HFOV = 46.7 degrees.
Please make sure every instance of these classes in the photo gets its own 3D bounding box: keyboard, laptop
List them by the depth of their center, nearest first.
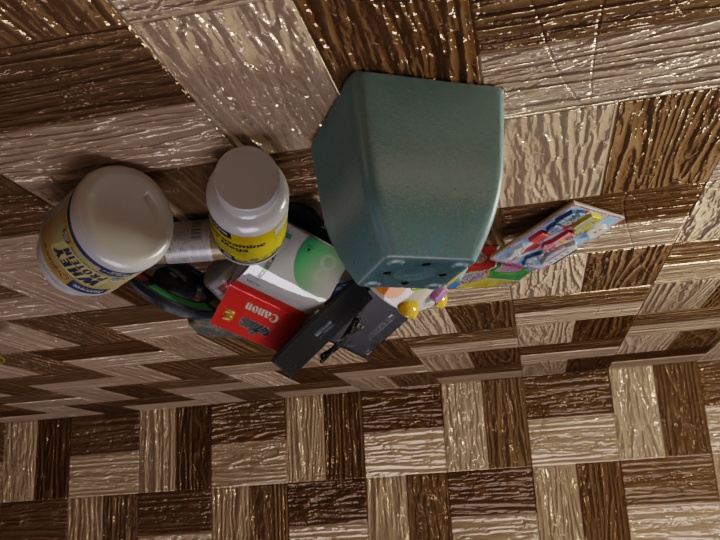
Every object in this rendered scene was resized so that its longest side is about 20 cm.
[{"bbox_3d":[-0.070,-0.079,1.350,0.102,0.040,0.200,18,170,14],"label":"keyboard"},{"bbox_3d":[-0.058,0.105,1.421,0.199,0.021,0.127,-43,144,-3],"label":"keyboard"},{"bbox_3d":[0.038,0.060,1.544,0.197,0.118,0.187,26,129,-26],"label":"laptop"}]

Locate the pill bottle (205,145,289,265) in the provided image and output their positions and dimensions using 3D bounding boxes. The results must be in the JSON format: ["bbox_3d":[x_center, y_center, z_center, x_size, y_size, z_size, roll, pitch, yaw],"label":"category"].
[{"bbox_3d":[-0.152,-0.087,1.128,0.109,0.115,0.200,-1,164,-7],"label":"pill bottle"}]

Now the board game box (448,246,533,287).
[{"bbox_3d":[0.227,-0.006,1.628,0.194,0.041,0.153,-1,164,-10],"label":"board game box"}]

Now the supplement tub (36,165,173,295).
[{"bbox_3d":[-0.362,-0.048,1.163,0.142,0.148,0.198,9,160,-36],"label":"supplement tub"}]

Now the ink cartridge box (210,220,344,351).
[{"bbox_3d":[-0.128,0.029,1.341,0.159,0.203,0.050,27,-179,-34],"label":"ink cartridge box"}]

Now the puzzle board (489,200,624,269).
[{"bbox_3d":[0.344,-0.054,1.459,0.148,0.018,0.199,9,148,-38],"label":"puzzle board"}]

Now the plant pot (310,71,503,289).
[{"bbox_3d":[0.059,-0.090,0.996,0.191,0.205,0.196,2,161,-18],"label":"plant pot"}]

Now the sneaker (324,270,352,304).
[{"bbox_3d":[0.000,0.000,1.495,0.199,0.082,0.145,-36,149,33],"label":"sneaker"}]

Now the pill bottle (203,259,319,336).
[{"bbox_3d":[-0.163,0.046,1.432,0.113,0.115,0.200,-19,124,44],"label":"pill bottle"}]

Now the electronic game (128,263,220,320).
[{"bbox_3d":[-0.314,0.021,1.412,0.197,0.042,0.200,29,-166,-8],"label":"electronic game"}]

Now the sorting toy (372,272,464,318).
[{"bbox_3d":[0.133,-0.022,1.388,0.198,0.108,0.180,-16,155,-51],"label":"sorting toy"}]

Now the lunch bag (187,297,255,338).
[{"bbox_3d":[-0.228,0.074,1.671,0.197,0.121,0.162,5,164,-45],"label":"lunch bag"}]

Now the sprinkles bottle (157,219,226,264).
[{"bbox_3d":[-0.282,-0.045,1.330,0.194,0.070,0.068,-4,164,2],"label":"sprinkles bottle"}]

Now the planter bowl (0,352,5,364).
[{"bbox_3d":[-0.910,0.163,1.895,0.195,0.086,0.201,-3,164,-1],"label":"planter bowl"}]
